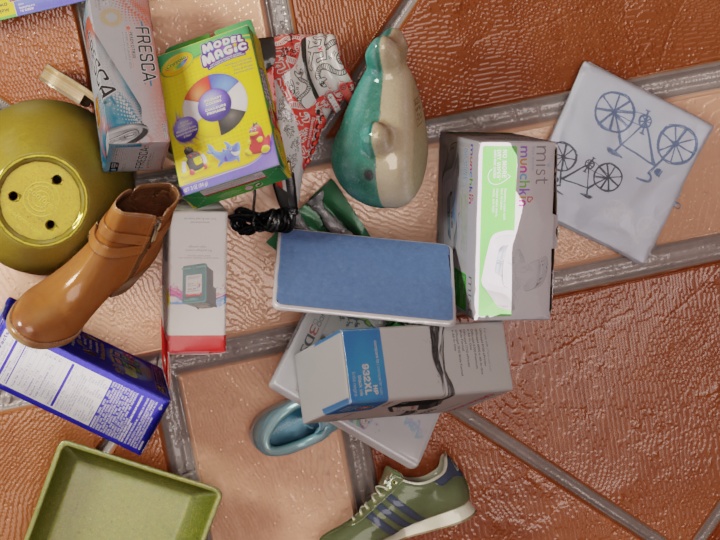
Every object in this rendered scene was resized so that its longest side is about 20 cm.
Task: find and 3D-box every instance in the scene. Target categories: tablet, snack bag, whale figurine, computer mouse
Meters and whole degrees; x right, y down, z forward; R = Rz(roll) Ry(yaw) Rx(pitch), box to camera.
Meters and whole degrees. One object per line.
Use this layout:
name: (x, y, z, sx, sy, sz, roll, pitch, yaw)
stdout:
tablet: (0.005, 0.008, 1.567, 0.200, 0.130, 0.014, 5, 133, -4)
snack bag: (0.309, -0.125, 1.724, 0.188, 0.021, 0.200, 24, 94, -12)
whale figurine: (0.016, -0.170, 1.607, 0.104, 0.159, 0.200, 2, 111, 15)
computer mouse: (-0.123, -0.132, 1.582, 0.046, 0.140, 0.200, -9, 101, -34)

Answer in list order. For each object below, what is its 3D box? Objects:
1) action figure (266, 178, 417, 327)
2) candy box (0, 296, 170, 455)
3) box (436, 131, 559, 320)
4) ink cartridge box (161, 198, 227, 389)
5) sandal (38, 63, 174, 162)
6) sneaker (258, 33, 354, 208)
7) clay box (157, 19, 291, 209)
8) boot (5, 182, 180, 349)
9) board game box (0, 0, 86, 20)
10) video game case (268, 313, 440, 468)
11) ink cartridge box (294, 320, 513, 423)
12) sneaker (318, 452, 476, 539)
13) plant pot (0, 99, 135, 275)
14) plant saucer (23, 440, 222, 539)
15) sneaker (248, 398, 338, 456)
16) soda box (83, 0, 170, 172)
action figure: (0.000, 0.000, 1.648, 0.200, 0.055, 0.118, 47, 67, -7)
candy box: (-0.318, 0.113, 1.573, 0.200, 0.169, 0.077, 29, 91, -13)
box: (0.154, -0.054, 1.628, 0.097, 0.176, 0.200, 0, 100, -10)
ink cartridge box: (-0.189, 0.024, 1.609, 0.067, 0.116, 0.200, 0, 100, -11)
sandal: (-0.249, -0.187, 1.587, 0.212, 0.078, 0.070, 31, 91, -7)
sneaker: (-0.057, -0.171, 1.627, 0.108, 0.067, 0.202, -8, 98, -6)
clay box: (-0.154, -0.179, 1.547, 0.115, 0.048, 0.200, -18, 71, 9)
boot: (-0.277, -0.012, 1.482, 0.074, 0.200, 0.155, 42, 131, 4)
board game box: (-0.347, -0.356, 1.565, 0.200, 0.029, 0.135, -15, 100, -8)
video game case: (0.015, 0.106, 1.666, 0.200, 0.024, 0.182, 31, 64, -13)
ink cartridge box: (0.047, 0.114, 1.583, 0.200, 0.145, 0.084, -2, 76, -24)
sneaker: (0.035, 0.281, 1.721, 0.200, 0.067, 0.090, -16, 94, -8)
plant pot: (-0.345, -0.082, 1.551, 0.200, 0.142, 0.200, -2, 100, -10)
plant saucer: (-0.289, 0.313, 1.672, 0.200, 0.048, 0.200, 20, 95, -12)
sneaker: (-0.035, 0.162, 1.676, 0.200, 0.082, 0.074, -34, 104, -5)
soda box: (-0.254, -0.207, 1.535, 0.068, 0.064, 0.200, -4, 65, -18)
